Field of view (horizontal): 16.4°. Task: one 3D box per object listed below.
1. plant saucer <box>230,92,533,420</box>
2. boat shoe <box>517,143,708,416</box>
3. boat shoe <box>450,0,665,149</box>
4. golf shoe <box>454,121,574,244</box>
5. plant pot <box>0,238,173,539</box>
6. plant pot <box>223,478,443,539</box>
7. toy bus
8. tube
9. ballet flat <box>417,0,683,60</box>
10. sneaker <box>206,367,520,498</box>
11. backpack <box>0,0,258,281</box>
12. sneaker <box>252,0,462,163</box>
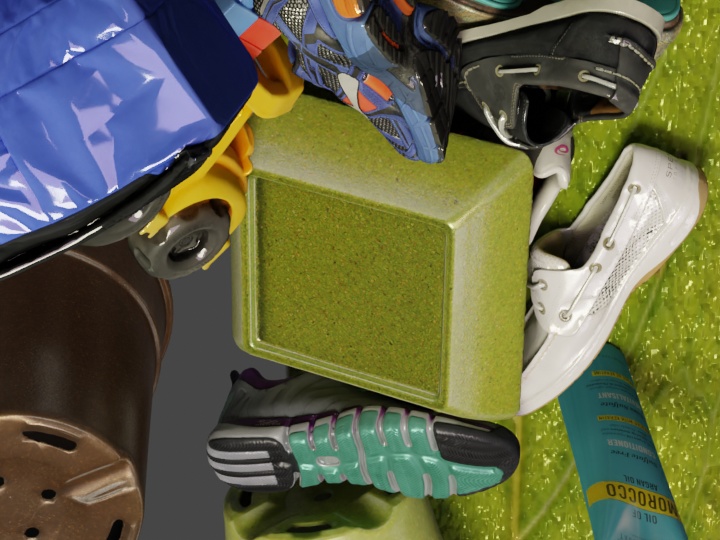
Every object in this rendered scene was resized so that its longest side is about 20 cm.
[{"bbox_3d":[0.000,0.000,1.513,0.199,0.048,0.200,16,129,20],"label":"plant saucer"},{"bbox_3d":[0.134,0.001,1.580,0.069,0.071,0.200,27,109,-23],"label":"boat shoe"},{"bbox_3d":[0.090,-0.103,1.435,0.072,0.068,0.200,18,161,-34],"label":"boat shoe"},{"bbox_3d":[0.058,-0.026,1.537,0.077,0.088,0.200,24,120,-24],"label":"golf shoe"},{"bbox_3d":[-0.209,0.086,1.513,0.200,0.198,0.201,-3,126,-4],"label":"plant pot"},{"bbox_3d":[-0.011,0.220,1.656,0.200,0.200,0.185,-12,114,1],"label":"plant pot"},{"bbox_3d":[-0.101,-0.111,1.404,0.192,0.136,0.200,-41,153,10],"label":"toy bus"},{"bbox_3d":[0.164,0.125,1.589,0.077,0.200,0.050,13,124,-18],"label":"tube"},{"bbox_3d":[0.090,-0.156,1.466,0.199,0.071,0.071,12,123,-15],"label":"ballet flat"},{"bbox_3d":[0.004,0.090,1.588,0.199,0.088,0.075,2,137,9],"label":"sneaker"},{"bbox_3d":[-0.174,-0.088,1.221,0.200,0.163,0.168,-31,95,14],"label":"backpack"},{"bbox_3d":[0.003,-0.122,1.371,0.078,0.076,0.200,4,155,23],"label":"sneaker"}]
